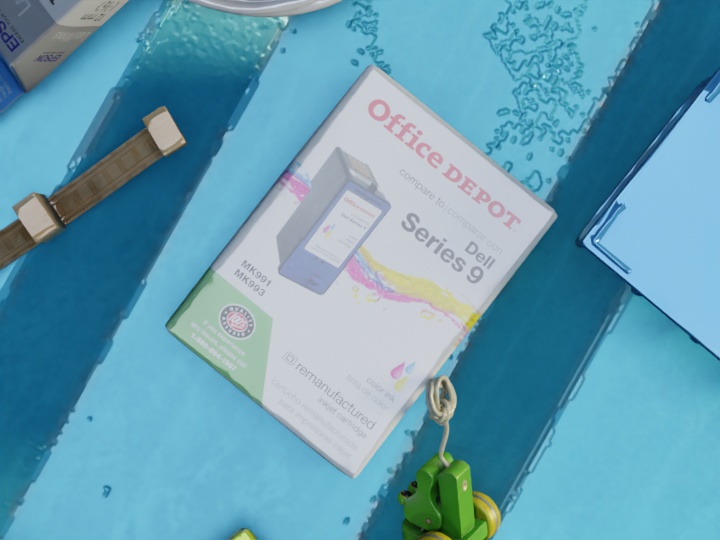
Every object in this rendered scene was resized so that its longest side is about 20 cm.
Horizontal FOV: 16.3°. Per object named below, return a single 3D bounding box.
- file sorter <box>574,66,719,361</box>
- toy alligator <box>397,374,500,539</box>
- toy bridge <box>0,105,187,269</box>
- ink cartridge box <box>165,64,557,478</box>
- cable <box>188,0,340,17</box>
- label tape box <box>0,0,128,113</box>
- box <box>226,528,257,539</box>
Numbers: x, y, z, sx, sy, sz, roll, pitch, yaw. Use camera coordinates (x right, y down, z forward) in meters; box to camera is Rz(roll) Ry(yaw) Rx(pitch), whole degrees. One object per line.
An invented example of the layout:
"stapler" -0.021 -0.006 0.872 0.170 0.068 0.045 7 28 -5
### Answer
"file sorter" 0.241 -0.006 1.479 0.200 0.123 0.139 39 88 -2
"toy alligator" 0.046 0.150 1.493 0.054 0.059 0.201 3 117 35
"toy bridge" -0.190 -0.030 1.490 0.199 0.067 0.027 -35 91 0
"ink cartridge box" 0.000 0.000 1.488 0.145 0.088 0.200 39 87 -1
"cable" -0.058 -0.249 1.494 0.199 0.069 0.201 -19 92 -1
"label tape box" -0.206 -0.195 1.454 0.200 0.066 0.144 -39 82 17
"box" -0.056 0.269 1.497 0.122 0.048 0.201 -37 85 -2
